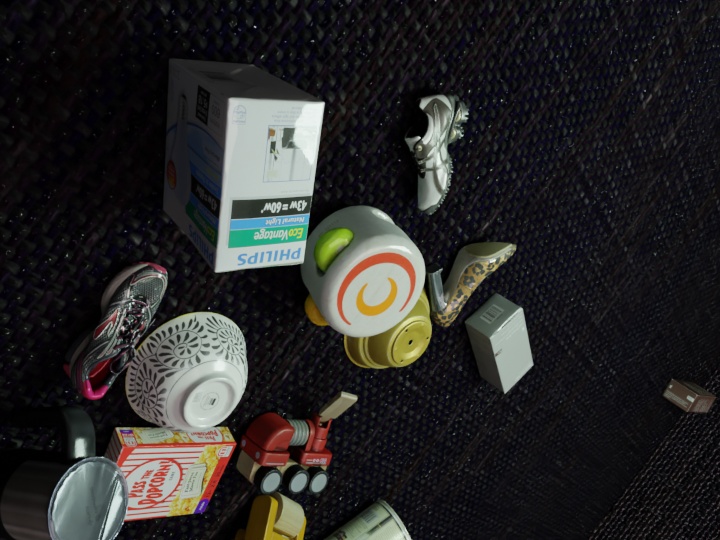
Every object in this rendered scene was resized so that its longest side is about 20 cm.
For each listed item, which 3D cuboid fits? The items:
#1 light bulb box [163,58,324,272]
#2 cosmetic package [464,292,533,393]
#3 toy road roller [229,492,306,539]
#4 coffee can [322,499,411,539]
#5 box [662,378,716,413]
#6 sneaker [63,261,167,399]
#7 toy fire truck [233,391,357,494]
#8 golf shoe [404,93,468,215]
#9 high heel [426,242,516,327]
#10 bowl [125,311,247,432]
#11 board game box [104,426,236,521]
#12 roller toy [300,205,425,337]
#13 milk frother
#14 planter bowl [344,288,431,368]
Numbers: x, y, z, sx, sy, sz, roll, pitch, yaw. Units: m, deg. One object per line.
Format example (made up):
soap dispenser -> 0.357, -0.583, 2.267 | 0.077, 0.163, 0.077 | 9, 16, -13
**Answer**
light bulb box -> -0.152, -0.134, 0.815 | 0.123, 0.198, 0.204 | -7, 119, -33
cosmetic package -> 0.307, 0.161, 1.456 | 0.106, 0.090, 0.202 | -40, 131, -16
toy road roller -> -0.201, 0.530, 1.261 | 0.123, 0.144, 0.203 | 49, 45, -45
coffee can -> 0.000, 0.618, 1.439 | 0.198, 0.146, 0.148 | -27, 130, -23
box -> 1.146, 0.439, 2.308 | 0.198, 0.100, 0.076 | 16, 106, -43
sneaker -> -0.320, 0.081, 0.898 | 0.080, 0.074, 0.202 | 29, 95, -45
toy fire truck -> -0.106, 0.290, 1.182 | 0.174, 0.128, 0.204 | 18, 92, -44
golf shoe -> 0.108, -0.193, 1.096 | 0.093, 0.078, 0.204 | 2, 114, -20
high heel -> 0.221, 0.027, 1.308 | 0.197, 0.072, 0.145 | -20, 124, -11
bowl -> -0.243, 0.174, 1.004 | 0.198, 0.094, 0.204 | -21, 127, -30
board game box -> -0.317, 0.324, 1.062 | 0.198, 0.046, 0.153 | 11, 113, -42
roller toy -> 0.000, 0.000, 1.065 | 0.179, 0.140, 0.203 | -11, 126, -21
milk frother -> -0.431, 0.274, 0.818 | 0.199, 0.185, 0.184 | -22, 104, -58
planter bowl -> 0.072, 0.115, 1.235 | 0.198, 0.083, 0.204 | -20, 127, -28
